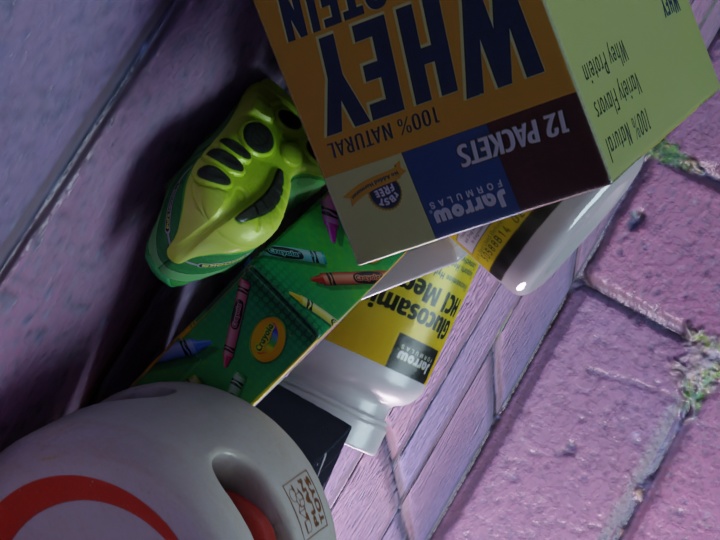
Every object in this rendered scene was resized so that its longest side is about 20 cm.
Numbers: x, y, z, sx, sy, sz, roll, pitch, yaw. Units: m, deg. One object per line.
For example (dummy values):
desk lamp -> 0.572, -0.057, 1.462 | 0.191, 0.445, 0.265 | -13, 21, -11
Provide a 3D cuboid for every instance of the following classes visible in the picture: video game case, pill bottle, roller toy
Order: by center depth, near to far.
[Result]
roller toy -> -0.108, 0.157, 1.123 | 0.140, 0.200, 0.183 | -25, 137, -66
pill bottle -> 0.053, -0.089, 1.200 | 0.111, 0.200, 0.111 | -47, 172, -9
video game case -> 0.000, 0.000, 1.360 | 0.200, 0.022, 0.182 | -21, -175, 23
pill bottle -> 0.012, 0.024, 1.511 | 0.112, 0.112, 0.200 | 37, 76, -79

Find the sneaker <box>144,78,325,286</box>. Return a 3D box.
sneaker -> -0.069, -0.048, 1.165 | 0.084, 0.074, 0.200 | -37, -176, 25

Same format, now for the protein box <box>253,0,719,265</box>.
protein box -> 0.055, -0.138, 1.011 | 0.135, 0.200, 0.199 | -18, -171, 28

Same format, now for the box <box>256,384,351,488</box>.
box -> -0.114, 0.186, 1.407 | 0.200, 0.104, 0.182 | -41, 156, -62

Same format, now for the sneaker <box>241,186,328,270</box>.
sneaker -> -0.006, -0.053, 1.363 | 0.200, 0.082, 0.073 | -51, 167, -38

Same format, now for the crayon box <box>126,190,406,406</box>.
crayon box -> -0.071, 0.047, 1.214 | 0.200, 0.058, 0.119 | -45, 180, 36
